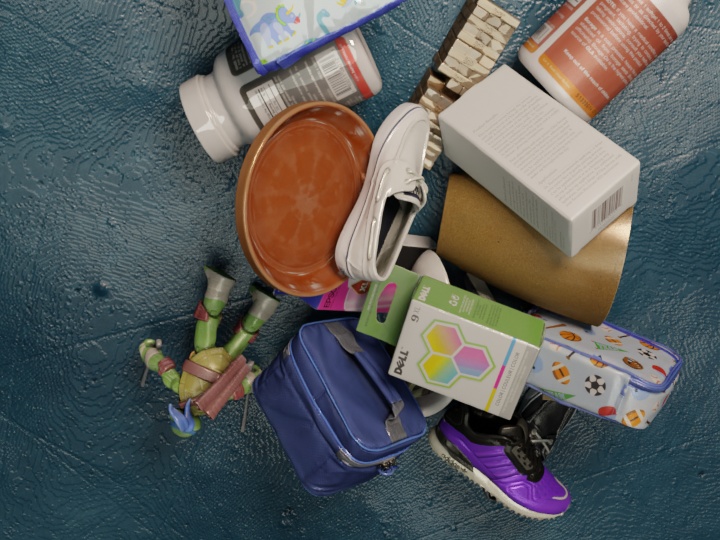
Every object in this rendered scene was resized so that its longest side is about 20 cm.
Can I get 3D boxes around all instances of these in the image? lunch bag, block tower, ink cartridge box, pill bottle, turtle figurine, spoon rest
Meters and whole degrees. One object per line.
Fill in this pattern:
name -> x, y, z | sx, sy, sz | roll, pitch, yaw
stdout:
lunch bag -> -0.018, 0.160, 1.162 | 0.135, 0.201, 0.133 | -9, 148, -47
block tower -> 0.099, -0.208, 1.095 | 0.054, 0.058, 0.201 | 26, 113, -15
ink cartridge box -> 0.000, 0.000, 1.147 | 0.198, 0.037, 0.095 | 6, 118, -38
pill bottle -> 0.274, -0.263, 1.047 | 0.112, 0.112, 0.200 | 41, 107, -20
lunch bag -> 0.266, 0.099, 1.142 | 0.199, 0.160, 0.076 | 26, 115, 23
pill bottle -> -0.086, -0.202, 1.052 | 0.198, 0.116, 0.117 | -25, 114, 9
turtle figurine -> -0.189, 0.098, 1.211 | 0.143, 0.200, 0.195 | 26, 92, 9
lunch bag -> -0.060, -0.310, 0.962 | 0.169, 0.127, 0.202 | -25, 72, 9
spoon rest -> 0.091, 0.072, 1.158 | 0.060, 0.099, 0.202 | -8, 114, -15
ink cartridge box -> 0.092, 0.075, 1.076 | 0.198, 0.059, 0.105 | 21, 122, 6

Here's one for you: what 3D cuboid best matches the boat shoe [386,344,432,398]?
boat shoe -> 0.064, 0.140, 1.253 | 0.064, 0.073, 0.201 | 17, 106, -40

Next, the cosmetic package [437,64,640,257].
cosmetic package -> 0.185, -0.118, 1.033 | 0.101, 0.200, 0.071 | -37, 148, -13

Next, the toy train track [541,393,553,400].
toy train track -> 0.281, 0.112, 1.265 | 0.198, 0.033, 0.116 | 7, 83, -14

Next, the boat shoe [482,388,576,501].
boat shoe -> 0.225, 0.223, 1.296 | 0.071, 0.068, 0.200 | 34, 109, -17

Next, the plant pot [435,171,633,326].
plant pot -> 0.190, -0.045, 1.121 | 0.198, 0.187, 0.188 | 9, 115, 4

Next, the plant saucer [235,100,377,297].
plant saucer -> -0.052, -0.074, 1.019 | 0.199, 0.032, 0.203 | -14, 110, -43

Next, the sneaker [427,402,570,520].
sneaker -> 0.189, 0.230, 1.226 | 0.199, 0.070, 0.100 | 31, 120, 0

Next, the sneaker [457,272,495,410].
sneaker -> 0.138, 0.097, 1.228 | 0.084, 0.075, 0.202 | -15, 115, -1

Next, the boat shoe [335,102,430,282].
boat shoe -> 0.041, -0.081, 1.043 | 0.073, 0.065, 0.202 | 23, 84, -47
